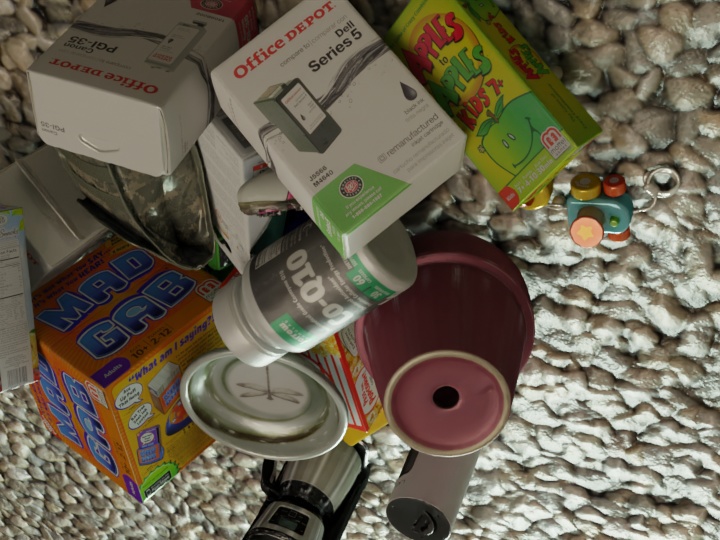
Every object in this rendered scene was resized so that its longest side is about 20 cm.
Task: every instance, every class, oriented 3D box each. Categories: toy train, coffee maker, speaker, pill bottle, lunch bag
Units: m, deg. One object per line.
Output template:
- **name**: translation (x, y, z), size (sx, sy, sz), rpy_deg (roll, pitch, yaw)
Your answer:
- **toy train**: translation (0.197, -0.096, 1.100), size (0.199, 0.056, 0.150), rpy_deg (34, 138, -4)
- **toy train**: translation (-0.169, 0.016, 1.402), size (0.056, 0.042, 0.201), rpy_deg (40, 145, 32)
- **coffee maker**: translation (-0.067, 0.338, 1.544), size (0.133, 0.201, 0.193), rpy_deg (1, 131, 28)
- **speaker**: translation (0.097, 0.217, 1.340), size (0.080, 0.201, 0.082), rpy_deg (14, 135, 15)
- **pill bottle**: translation (-0.049, 0.013, 1.173), size (0.199, 0.114, 0.113), rpy_deg (-33, 112, 27)
- **lunch bag**: translation (-0.245, -0.099, 1.253), size (0.164, 0.117, 0.201), rpy_deg (32, 150, 46)

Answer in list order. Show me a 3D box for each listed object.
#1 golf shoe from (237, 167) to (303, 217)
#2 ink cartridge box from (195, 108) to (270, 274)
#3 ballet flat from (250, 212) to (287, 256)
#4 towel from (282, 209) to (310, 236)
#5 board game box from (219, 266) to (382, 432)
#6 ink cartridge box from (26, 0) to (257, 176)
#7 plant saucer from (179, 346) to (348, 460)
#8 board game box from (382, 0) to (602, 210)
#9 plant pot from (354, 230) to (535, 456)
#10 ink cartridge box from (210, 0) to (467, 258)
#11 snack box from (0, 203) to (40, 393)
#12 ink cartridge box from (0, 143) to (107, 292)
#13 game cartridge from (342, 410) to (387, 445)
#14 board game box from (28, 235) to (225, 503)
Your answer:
- **golf shoe**: translation (-0.037, -0.117, 1.130), size (0.093, 0.198, 0.073), rpy_deg (68, 163, -10)
- **ink cartridge box**: translation (-0.140, -0.100, 1.229), size (0.162, 0.050, 0.201), rpy_deg (50, 156, 33)
- **ballet flat**: translation (-0.096, -0.104, 1.240), size (0.067, 0.066, 0.201), rpy_deg (54, 135, 34)
- **towel**: translation (0.000, 0.000, 1.300), size (0.147, 0.050, 0.200), rpy_deg (-27, 114, 41)
- **board game box**: translation (-0.066, 0.091, 1.344), size (0.150, 0.046, 0.201), rpy_deg (11, 137, 31)
- **ink cartridge box**: translation (-0.205, -0.197, 1.112), size (0.145, 0.201, 0.083), rpy_deg (16, 136, 13)
- **plant saucer**: translation (-0.108, 0.141, 1.326), size (0.198, 0.051, 0.201), rpy_deg (7, 137, 7)
- **board game box**: translation (0.113, -0.165, 1.035), size (0.201, 0.047, 0.102), rpy_deg (51, 138, 8)
- **plant pot**: translation (0.088, 0.088, 1.196), size (0.197, 0.180, 0.202), rpy_deg (1, 120, 2)
- **ink cartridge box**: translation (-0.021, -0.138, 1.053), size (0.200, 0.145, 0.084), rpy_deg (50, 172, 12)
- **snack box**: translation (-0.445, 0.023, 1.306), size (0.167, 0.067, 0.202), rpy_deg (10, 109, 40)
- **ink cartridge box**: translation (-0.401, -0.051, 1.395), size (0.129, 0.125, 0.199), rpy_deg (51, 134, -6)
- **game cartridge**: translation (-0.029, 0.128, 1.422), size (0.176, 0.033, 0.200), rpy_deg (41, 144, -6)
- **board game box**: translation (-0.274, 0.110, 1.398), size (0.199, 0.200, 0.201), rpy_deg (27, 141, 33)
